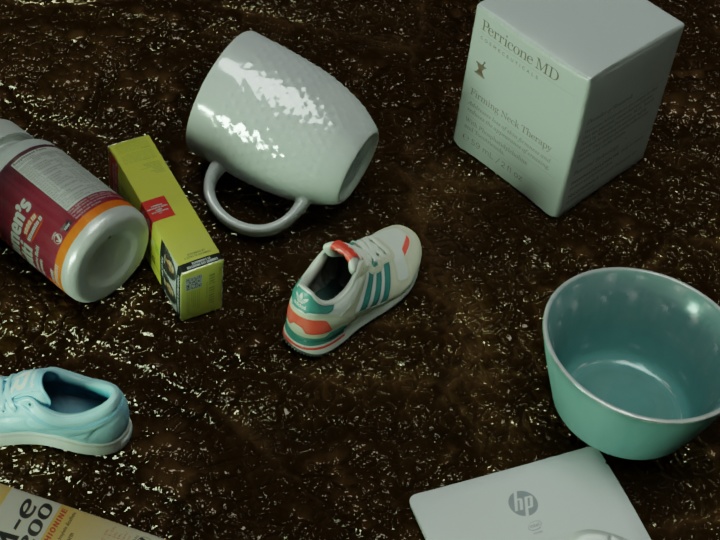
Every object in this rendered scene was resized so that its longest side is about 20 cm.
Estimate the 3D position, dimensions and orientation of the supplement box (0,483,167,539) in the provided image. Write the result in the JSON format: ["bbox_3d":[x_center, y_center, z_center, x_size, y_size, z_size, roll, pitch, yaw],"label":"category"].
[{"bbox_3d":[-0.266,0.263,1.237,0.198,0.074,0.126,16,46,8],"label":"supplement box"}]

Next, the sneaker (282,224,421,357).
[{"bbox_3d":[-0.001,0.000,1.504,0.070,0.094,0.200,34,52,23],"label":"sneaker"}]

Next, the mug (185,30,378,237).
[{"bbox_3d":[-0.089,-0.130,1.597,0.175,0.148,0.201,29,80,10],"label":"mug"}]

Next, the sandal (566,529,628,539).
[{"bbox_3d":[0.255,0.304,1.290,0.202,0.050,0.083,35,66,7],"label":"sandal"}]

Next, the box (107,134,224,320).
[{"bbox_3d":[-0.202,-0.047,1.536,0.050,0.076,0.201,-17,53,-22],"label":"box"}]

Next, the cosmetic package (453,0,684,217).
[{"bbox_3d":[0.226,-0.207,1.655,0.166,0.201,0.167,-32,57,-31],"label":"cosmetic package"}]

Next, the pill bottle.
[{"bbox_3d":[-0.318,-0.065,1.511,0.200,0.110,0.109,36,53,24],"label":"pill bottle"}]

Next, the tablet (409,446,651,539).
[{"bbox_3d":[0.157,0.233,1.363,0.198,0.014,0.131,-12,49,-18],"label":"tablet"}]

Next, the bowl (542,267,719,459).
[{"bbox_3d":[0.262,0.102,1.432,0.199,0.106,0.202,5,44,-5],"label":"bowl"}]

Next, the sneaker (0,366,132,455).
[{"bbox_3d":[-0.308,0.114,1.365,0.198,0.082,0.074,4,46,-4],"label":"sneaker"}]
